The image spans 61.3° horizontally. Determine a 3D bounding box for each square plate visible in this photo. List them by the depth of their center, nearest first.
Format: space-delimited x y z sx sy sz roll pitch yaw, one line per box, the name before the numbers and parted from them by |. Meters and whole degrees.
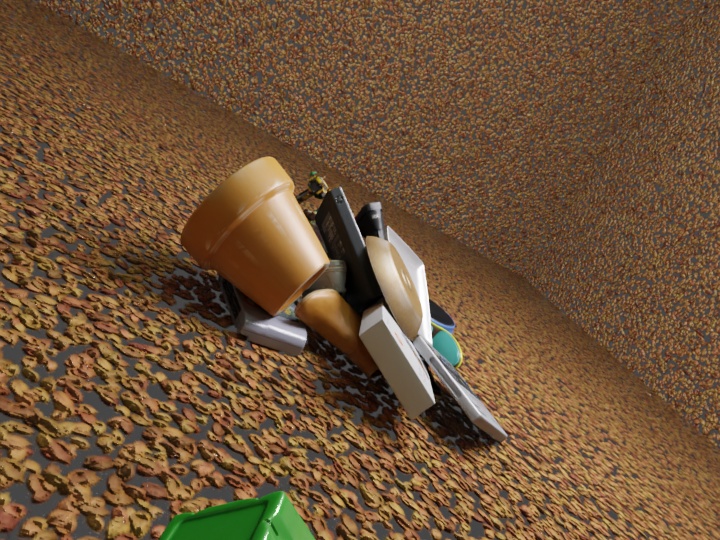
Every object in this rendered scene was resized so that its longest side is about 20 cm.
square plate | 0.097 0.039 1.279 0.197 0.028 0.206 39 41 -53

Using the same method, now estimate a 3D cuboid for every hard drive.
hard drive | -0.024 -0.030 1.106 0.205 0.032 0.140 68 -19 9

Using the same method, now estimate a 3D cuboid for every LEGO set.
LEGO set | -0.103 -0.100 1.219 0.116 0.149 0.206 44 26 -75

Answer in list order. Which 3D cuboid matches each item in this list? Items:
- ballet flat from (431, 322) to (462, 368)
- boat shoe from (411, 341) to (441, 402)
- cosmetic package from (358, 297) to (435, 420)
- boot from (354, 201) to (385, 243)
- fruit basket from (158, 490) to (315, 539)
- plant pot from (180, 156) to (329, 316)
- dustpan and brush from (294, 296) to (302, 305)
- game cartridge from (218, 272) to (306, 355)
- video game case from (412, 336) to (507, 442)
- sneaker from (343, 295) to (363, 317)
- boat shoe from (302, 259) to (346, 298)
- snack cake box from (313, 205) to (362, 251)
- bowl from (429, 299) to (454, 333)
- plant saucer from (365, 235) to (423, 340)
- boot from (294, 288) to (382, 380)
ballet flat | 0.169 0.160 1.374 0.200 0.067 0.067 43 -3 42
boat shoe | 0.098 0.173 1.158 0.073 0.063 0.201 24 17 -35
cosmetic package | 0.058 0.135 0.997 0.153 0.051 0.200 56 6 -5
boot | 0.034 -0.028 1.358 0.063 0.207 0.165 -12 -10 -6
fruit basket | -0.065 0.273 0.365 0.215 0.150 0.223 -15 90 -80
plant pot | -0.151 -0.039 0.959 0.184 0.200 0.200 48 15 2
dustpan and brush | -0.135 0.008 1.121 0.202 0.139 0.057 53 33 10
game cartridge | -0.162 0.063 1.017 0.131 0.041 0.201 28 14 -34
video game case | 0.183 0.220 1.107 0.183 0.023 0.200 53 6 35
sneaker | 0.000 0.000 1.260 0.075 0.114 0.204 24 44 -29
boat shoe | -0.071 0.042 1.132 0.068 0.074 0.201 0 -17 -17
snack cake box | -0.041 -0.044 1.410 0.113 0.066 0.205 13 51 -51
bowl | 0.161 0.105 1.580 0.197 0.040 0.201 31 13 -8
plant saucer | 0.069 0.024 1.092 0.204 0.035 0.202 61 12 -21
boot | -0.020 0.113 1.021 0.145 0.071 0.200 54 14 26
